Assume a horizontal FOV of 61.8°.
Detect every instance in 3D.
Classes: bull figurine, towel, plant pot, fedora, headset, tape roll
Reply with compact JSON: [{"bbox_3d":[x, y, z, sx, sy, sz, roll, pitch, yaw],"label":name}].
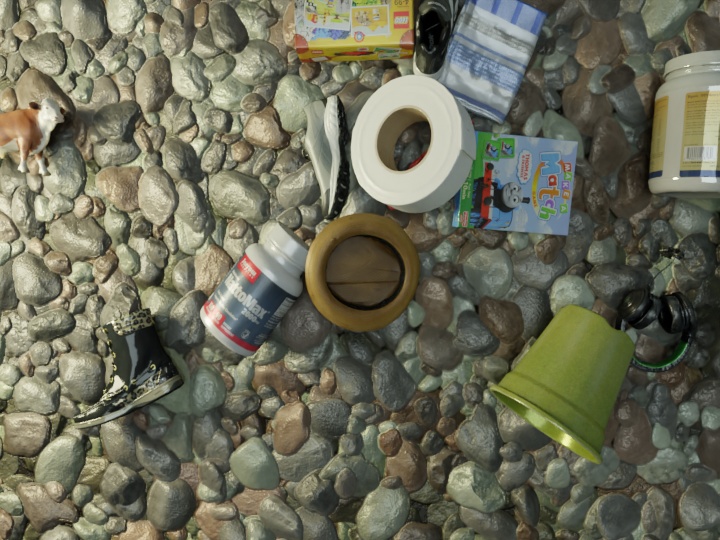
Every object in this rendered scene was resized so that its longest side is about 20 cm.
[{"bbox_3d":[-0.597,-0.228,1.040,0.192,0.065,0.126,-4,89,4],"label":"bull figurine"},{"bbox_3d":[0.214,-0.365,1.013,0.143,0.024,0.206,24,93,1],"label":"towel"},{"bbox_3d":[0.336,0.167,0.960,0.197,0.200,0.187,34,83,1],"label":"plant pot"},{"bbox_3d":[0.000,0.000,1.002,0.193,0.082,0.209,-2,97,-13],"label":"fedora"},{"bbox_3d":[0.491,0.065,0.982,0.119,0.094,0.208,7,93,2],"label":"headset"},{"bbox_3d":[0.083,-0.200,0.962,0.196,0.070,0.211,-4,82,30],"label":"tape roll"}]

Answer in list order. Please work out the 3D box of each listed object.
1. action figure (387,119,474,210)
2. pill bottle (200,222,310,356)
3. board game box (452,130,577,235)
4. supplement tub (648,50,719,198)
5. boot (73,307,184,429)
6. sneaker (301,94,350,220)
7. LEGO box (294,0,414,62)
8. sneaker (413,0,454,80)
[{"bbox_3d":[0.123,-0.171,1.016,0.199,0.052,0.066,-41,95,6],"label":"action figure"},{"bbox_3d":[-0.165,0.027,1.004,0.119,0.120,0.202,38,94,1],"label":"pill bottle"},{"bbox_3d":[0.255,-0.143,0.994,0.192,0.037,0.157,3,97,-9],"label":"board game box"},{"bbox_3d":[0.534,-0.222,0.941,0.139,0.144,0.208,4,93,3],"label":"supplement tub"},{"bbox_3d":[-0.424,0.172,1.050,0.198,0.073,0.158,-23,89,0],"label":"boot"},{"bbox_3d":[-0.061,-0.188,1.018,0.076,0.074,0.208,-3,87,12],"label":"sneaker"},{"bbox_3d":[-0.010,-0.435,0.994,0.192,0.077,0.155,-1,92,3],"label":"LEGO box"},{"bbox_3d":[0.124,-0.418,0.972,0.064,0.091,0.208,9,83,5],"label":"sneaker"}]
